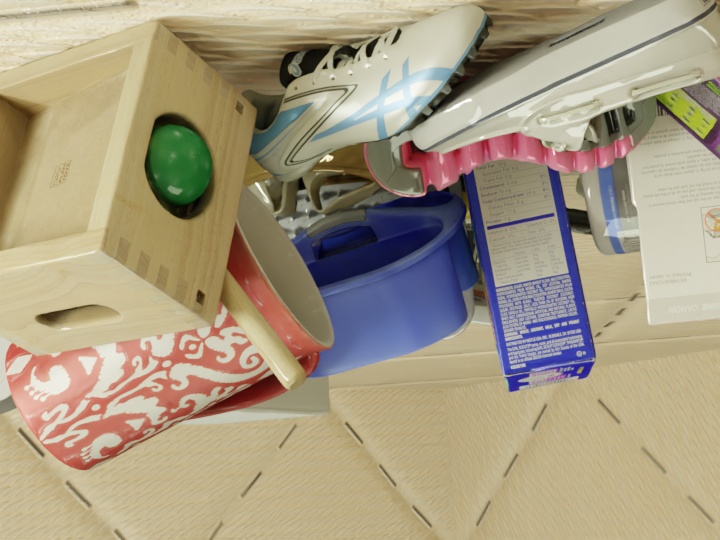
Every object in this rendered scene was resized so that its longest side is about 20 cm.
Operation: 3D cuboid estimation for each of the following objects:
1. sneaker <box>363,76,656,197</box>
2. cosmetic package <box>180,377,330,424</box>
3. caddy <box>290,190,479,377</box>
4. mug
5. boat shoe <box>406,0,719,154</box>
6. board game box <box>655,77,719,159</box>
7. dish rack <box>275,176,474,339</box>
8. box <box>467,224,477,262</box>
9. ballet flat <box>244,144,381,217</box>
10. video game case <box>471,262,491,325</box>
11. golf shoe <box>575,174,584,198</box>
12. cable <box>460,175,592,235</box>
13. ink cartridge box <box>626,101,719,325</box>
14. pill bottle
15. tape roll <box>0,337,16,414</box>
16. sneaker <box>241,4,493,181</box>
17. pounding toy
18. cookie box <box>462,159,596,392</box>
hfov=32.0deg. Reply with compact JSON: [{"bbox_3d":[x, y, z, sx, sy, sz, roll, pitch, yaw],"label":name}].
[{"bbox_3d":[0.099,-0.111,0.858,0.199,0.079,0.096,-7,-152,1],"label":"sneaker"},{"bbox_3d":[-0.148,0.057,1.318,0.167,0.201,0.166,-10,169,36],"label":"cosmetic package"},{"bbox_3d":[0.000,0.000,1.008,0.199,0.105,0.142,-17,-157,21],"label":"caddy"},{"bbox_3d":[-0.125,0.062,0.888,0.199,0.178,0.134,-31,-155,9],"label":"mug"},{"bbox_3d":[0.124,-0.105,0.754,0.199,0.066,0.072,-24,-166,20],"label":"boat shoe"},{"bbox_3d":[0.261,-0.080,0.789,0.032,0.200,0.120,-46,171,-1],"label":"board game box"},{"bbox_3d":[-0.004,-0.020,1.103,0.199,0.173,0.044,-6,-162,7],"label":"dish rack"},{"bbox_3d":[0.020,-0.032,1.213,0.199,0.065,0.070,2,-164,-33],"label":"box"},{"bbox_3d":[-0.050,-0.074,1.005,0.199,0.063,0.068,-10,170,34],"label":"ballet flat"},{"bbox_3d":[0.055,0.010,1.255,0.199,0.023,0.182,9,-166,-13],"label":"video game case"},{"bbox_3d":[0.280,-0.070,1.192,0.097,0.079,0.200,10,175,39],"label":"golf shoe"},{"bbox_3d":[0.135,-0.046,1.162,0.199,0.051,0.097,16,171,-5],"label":"cable"},{"bbox_3d":[0.288,-0.061,0.867,0.199,0.178,0.045,-6,-178,16],"label":"ink cartridge box"},{"bbox_3d":[0.274,-0.079,0.954,0.199,0.115,0.114,-7,170,19],"label":"pill bottle"},{"bbox_3d":[-0.329,0.020,1.041,0.199,0.202,0.066,-4,171,1],"label":"tape roll"},{"bbox_3d":[-0.005,-0.117,0.786,0.199,0.072,0.073,-24,119,38],"label":"sneaker"},{"bbox_3d":[-0.139,-0.028,0.774,0.199,0.185,0.142,-10,148,33],"label":"pounding toy"},{"bbox_3d":[0.132,-0.012,1.008,0.075,0.201,0.171,-11,169,6],"label":"cookie box"}]
